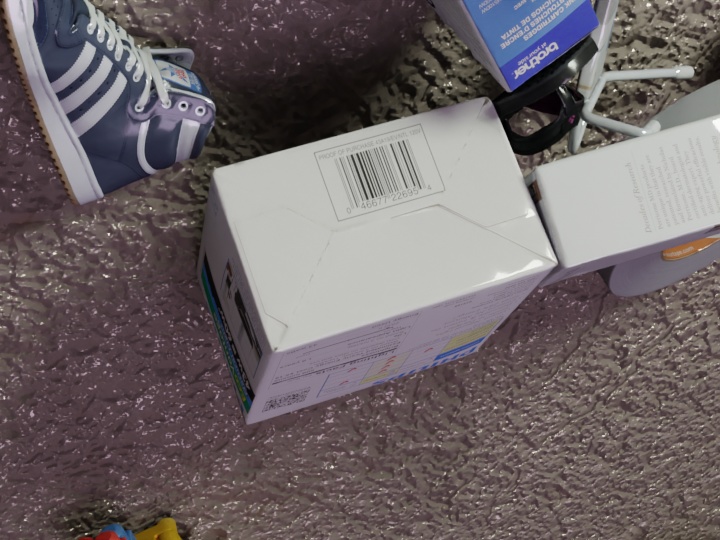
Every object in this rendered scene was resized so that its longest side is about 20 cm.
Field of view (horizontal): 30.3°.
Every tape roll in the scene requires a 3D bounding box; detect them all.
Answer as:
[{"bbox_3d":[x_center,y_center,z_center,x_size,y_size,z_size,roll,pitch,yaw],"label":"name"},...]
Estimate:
[{"bbox_3d":[0.263,-0.065,1.043,0.198,0.067,0.201,-26,156,-12],"label":"tape roll"}]

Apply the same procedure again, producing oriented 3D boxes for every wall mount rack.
[{"bbox_3d":[0.203,-0.177,0.924,0.074,0.174,0.202,17,118,12],"label":"wall mount rack"}]

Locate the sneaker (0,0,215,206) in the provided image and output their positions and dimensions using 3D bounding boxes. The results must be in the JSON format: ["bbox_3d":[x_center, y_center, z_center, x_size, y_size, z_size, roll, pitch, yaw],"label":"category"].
[{"bbox_3d":[-0.151,-0.129,0.800,0.107,0.071,0.201,-17,142,-7],"label":"sneaker"}]

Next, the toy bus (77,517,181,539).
[{"bbox_3d":[-0.214,0.303,1.126,0.198,0.136,0.193,-27,124,0],"label":"toy bus"}]

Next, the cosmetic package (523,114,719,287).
[{"bbox_3d":[0.207,-0.053,0.883,0.198,0.075,0.102,-18,174,-5],"label":"cosmetic package"}]

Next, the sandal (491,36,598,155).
[{"bbox_3d":[0.116,-0.106,0.903,0.075,0.048,0.200,-40,-178,-17],"label":"sandal"}]

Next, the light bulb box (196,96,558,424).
[{"bbox_3d":[0.000,0.000,0.907,0.196,0.126,0.200,-16,165,-16],"label":"light bulb box"}]

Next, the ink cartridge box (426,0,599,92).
[{"bbox_3d":[0.064,-0.204,0.803,0.076,0.137,0.200,-34,137,2],"label":"ink cartridge box"}]
